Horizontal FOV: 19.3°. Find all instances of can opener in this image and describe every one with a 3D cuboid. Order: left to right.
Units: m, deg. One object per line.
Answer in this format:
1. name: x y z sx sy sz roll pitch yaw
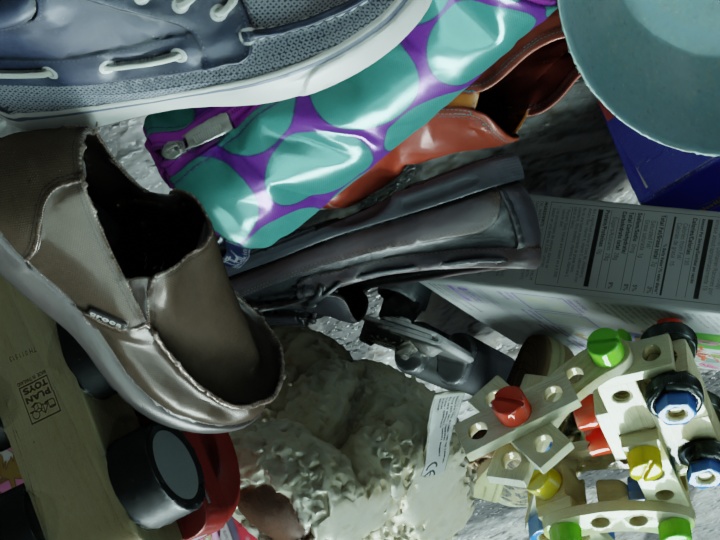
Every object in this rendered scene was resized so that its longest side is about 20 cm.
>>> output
1. can opener: 0.053 0.034 1.254 0.053 0.067 0.200 15 176 21

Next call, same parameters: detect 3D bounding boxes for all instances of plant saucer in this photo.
1. plant saucer: 0.172 -0.150 0.935 0.201 0.039 0.201 -8 118 -16

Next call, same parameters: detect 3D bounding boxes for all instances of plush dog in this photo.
1. plush dog: -0.017 0.088 1.181 0.160 0.172 0.200 -45 144 -12

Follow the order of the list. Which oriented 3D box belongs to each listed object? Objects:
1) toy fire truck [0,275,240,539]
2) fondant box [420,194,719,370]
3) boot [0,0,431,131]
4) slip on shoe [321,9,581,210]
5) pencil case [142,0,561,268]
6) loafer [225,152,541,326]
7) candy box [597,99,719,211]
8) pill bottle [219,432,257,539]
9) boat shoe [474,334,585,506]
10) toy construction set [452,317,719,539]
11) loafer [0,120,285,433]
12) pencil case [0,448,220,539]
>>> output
1. toy fire truck: -0.126 0.063 1.061 0.129 0.176 0.200 -27 169 21
2. fondant box: 0.151 0.008 1.167 0.200 0.058 0.144 8 168 30
3. boot: -0.075 -0.111 0.851 0.200 0.073 0.090 -16 151 12
4. slip on shoe: 0.049 -0.084 1.033 0.200 0.061 0.074 -33 153 22
5. pencil case: -0.007 -0.091 0.950 0.200 0.085 0.092 -39 158 27
6. loafer: 0.000 0.000 1.099 0.200 0.063 0.072 -21 179 23
7. candy box: 0.246 -0.076 1.184 0.169 0.077 0.200 -30 153 15
8. pill bottle: -0.150 0.173 1.276 0.200 0.120 0.120 -19 153 -8
9. boat shoe: 0.110 0.094 1.254 0.063 0.073 0.200 20 160 2
10. toy construction set: 0.123 0.090 1.111 0.131 0.092 0.200 -14 152 16
11. loafer: -0.089 0.007 0.921 0.071 0.073 0.200 -20 140 28
12. pencil case: -0.173 0.128 1.182 0.200 0.083 0.087 -11 -174 1
